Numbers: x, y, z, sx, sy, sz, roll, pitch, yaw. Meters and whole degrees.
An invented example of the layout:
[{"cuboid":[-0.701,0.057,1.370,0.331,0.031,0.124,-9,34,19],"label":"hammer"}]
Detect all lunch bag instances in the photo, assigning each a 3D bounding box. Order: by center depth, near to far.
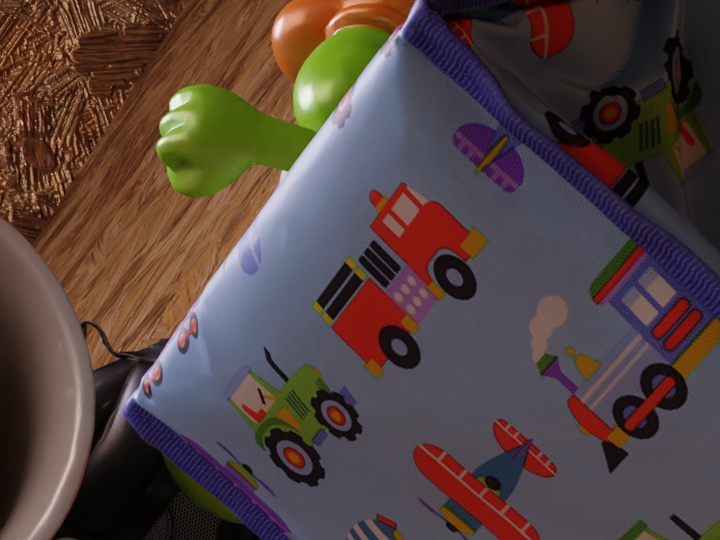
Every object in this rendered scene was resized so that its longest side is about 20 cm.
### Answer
[{"cuboid":[0.068,0.049,0.536,0.094,0.200,0.151,-31,-13,-38],"label":"lunch bag"}]

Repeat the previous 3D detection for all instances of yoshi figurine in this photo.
[{"cuboid":[-0.015,0.002,0.838,0.201,0.112,0.112,-79,5,-52],"label":"yoshi figurine"}]

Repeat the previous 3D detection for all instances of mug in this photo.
[{"cuboid":[-0.179,0.067,0.838,0.177,0.134,0.200,-25,-7,-18],"label":"mug"}]

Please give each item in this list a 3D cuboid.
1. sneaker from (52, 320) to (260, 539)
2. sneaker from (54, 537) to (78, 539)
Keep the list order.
[{"cuboid":[-0.062,0.113,0.927,0.075,0.113,0.202,-135,49,-87],"label":"sneaker"},{"cuboid":[-0.120,0.151,0.762,0.072,0.072,0.201,88,-160,-47],"label":"sneaker"}]
